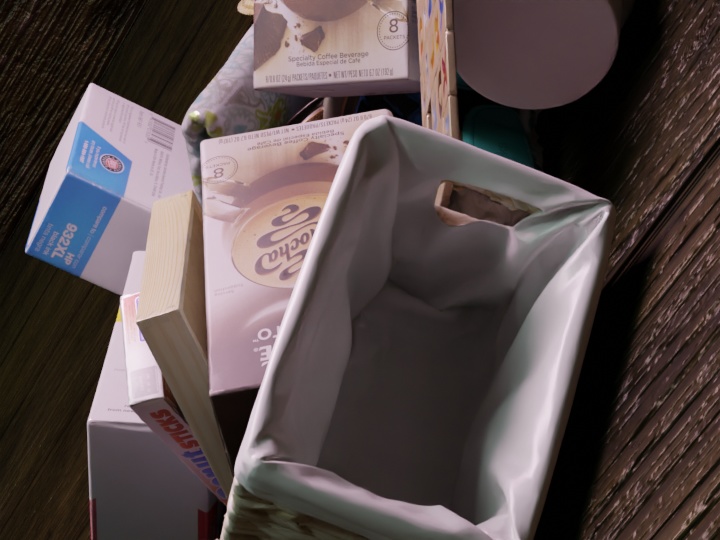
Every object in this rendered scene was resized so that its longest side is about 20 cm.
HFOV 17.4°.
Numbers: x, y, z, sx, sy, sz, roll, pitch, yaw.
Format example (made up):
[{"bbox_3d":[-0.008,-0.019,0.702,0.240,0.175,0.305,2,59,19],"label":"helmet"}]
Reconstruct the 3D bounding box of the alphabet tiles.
[{"bbox_3d":[0.040,-0.131,1.263,0.167,0.007,0.202,98,169,-76],"label":"alphabet tiles"}]

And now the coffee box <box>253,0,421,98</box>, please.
[{"bbox_3d":[0.000,-0.209,1.420,0.112,0.080,0.202,-1,88,31],"label":"coffee box"}]

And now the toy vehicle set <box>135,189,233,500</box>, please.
[{"bbox_3d":[-0.075,0.068,1.383,0.026,0.201,0.125,-17,31,12],"label":"toy vehicle set"}]

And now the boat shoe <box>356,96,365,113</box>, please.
[{"bbox_3d":[0.042,-0.147,1.590,0.200,0.084,0.069,-46,18,3],"label":"boat shoe"}]

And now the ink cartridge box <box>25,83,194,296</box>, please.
[{"bbox_3d":[-0.138,-0.037,1.775,0.084,0.199,0.145,-59,14,27],"label":"ink cartridge box"}]

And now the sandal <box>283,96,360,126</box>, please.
[{"bbox_3d":[-0.033,-0.083,1.512,0.082,0.054,0.201,-106,26,-72],"label":"sandal"}]

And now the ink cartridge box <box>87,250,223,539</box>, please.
[{"bbox_3d":[-0.132,0.101,1.633,0.201,0.083,0.146,-82,-6,-55],"label":"ink cartridge box"}]

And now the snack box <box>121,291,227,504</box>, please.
[{"bbox_3d":[-0.096,0.087,1.434,0.200,0.024,0.072,56,-158,-58],"label":"snack box"}]

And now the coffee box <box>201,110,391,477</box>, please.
[{"bbox_3d":[-0.024,0.013,1.292,0.201,0.112,0.080,-97,-4,-46],"label":"coffee box"}]

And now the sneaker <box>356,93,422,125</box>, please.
[{"bbox_3d":[0.065,-0.135,1.506,0.086,0.075,0.201,-27,-30,-52],"label":"sneaker"}]

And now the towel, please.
[{"bbox_3d":[-0.056,-0.068,1.600,0.172,0.048,0.201,-62,-31,-48],"label":"towel"}]

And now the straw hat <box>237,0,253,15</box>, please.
[{"bbox_3d":[-0.012,-0.244,1.559,0.200,0.086,0.201,-20,15,5],"label":"straw hat"}]

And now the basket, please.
[{"bbox_3d":[0.024,0.053,1.103,0.124,0.135,0.201,114,176,-60],"label":"basket"}]

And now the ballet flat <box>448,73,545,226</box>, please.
[{"bbox_3d":[0.070,-0.078,1.349,0.072,0.071,0.201,-54,18,36],"label":"ballet flat"}]

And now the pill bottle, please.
[{"bbox_3d":[0.101,-0.185,1.323,0.114,0.113,0.201,-53,17,37],"label":"pill bottle"}]
